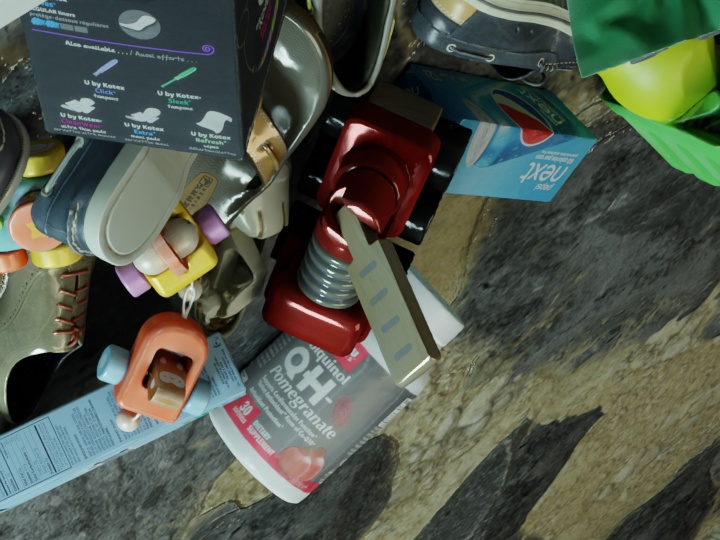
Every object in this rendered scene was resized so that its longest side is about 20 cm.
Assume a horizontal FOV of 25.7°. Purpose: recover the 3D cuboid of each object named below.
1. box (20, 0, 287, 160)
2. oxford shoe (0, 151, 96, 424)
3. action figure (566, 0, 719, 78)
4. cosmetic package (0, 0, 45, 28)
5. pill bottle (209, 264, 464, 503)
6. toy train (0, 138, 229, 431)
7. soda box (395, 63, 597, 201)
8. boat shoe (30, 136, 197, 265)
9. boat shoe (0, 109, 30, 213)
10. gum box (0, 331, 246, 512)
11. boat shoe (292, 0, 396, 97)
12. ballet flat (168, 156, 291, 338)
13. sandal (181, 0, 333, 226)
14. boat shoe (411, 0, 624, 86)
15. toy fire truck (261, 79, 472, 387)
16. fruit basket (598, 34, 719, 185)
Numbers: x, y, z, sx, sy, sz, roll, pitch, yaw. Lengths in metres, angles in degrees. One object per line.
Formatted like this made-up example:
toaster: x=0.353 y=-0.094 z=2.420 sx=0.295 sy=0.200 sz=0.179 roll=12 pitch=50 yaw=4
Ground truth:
box: x=-0.094 y=-0.162 z=0.725 sx=0.200 sy=0.106 sz=0.123 roll=92 pitch=7 yaw=-57
oxford shoe: x=-0.182 y=0.009 z=0.965 sx=0.070 sy=0.075 sz=0.200 roll=-8 pitch=139 yaw=-47
action figure: x=0.144 y=-0.218 z=0.870 sx=0.118 sy=0.201 sz=0.055 roll=-18 pitch=179 yaw=-4
cosmetic package: x=-0.239 y=-0.146 z=0.539 sx=0.200 sy=0.165 sz=0.165 roll=-33 pitch=154 yaw=-12
pill bottle: x=-0.016 y=0.082 z=1.268 sx=0.200 sy=0.111 sz=0.111 roll=-43 pitch=154 yaw=4
toy train: x=-0.154 y=0.014 z=0.907 sx=0.200 sy=0.056 sz=0.150 roll=27 pitch=102 yaw=-23
soda box: x=0.093 y=-0.100 z=1.183 sx=0.200 sy=0.064 sz=0.068 roll=0 pitch=134 yaw=-54
boat shoe: x=-0.107 y=-0.094 z=0.860 sx=0.200 sy=0.062 sz=0.075 roll=-62 pitch=153 yaw=-15
boat shoe: x=-0.261 y=-0.025 z=0.809 sx=0.200 sy=0.073 sz=0.063 roll=-33 pitch=157 yaw=-5
gum box: x=-0.174 y=0.106 z=1.055 sx=0.200 sy=0.045 sz=0.170 roll=-25 pitch=177 yaw=-6
boat shoe: x=-0.006 y=-0.184 z=0.916 sx=0.072 sy=0.060 sz=0.202 roll=-28 pitch=152 yaw=-25
ballet flat: x=-0.077 y=-0.031 z=1.059 sx=0.067 sy=0.064 sz=0.200 roll=-18 pitch=146 yaw=-37
sandal: x=-0.082 y=-0.077 z=0.958 sx=0.200 sy=0.082 sz=0.055 roll=-50 pitch=-162 yaw=32
boat shoe: x=0.105 y=-0.158 z=1.012 sx=0.200 sy=0.075 sz=0.062 roll=3 pitch=136 yaw=-49
toy fire truck: x=0.000 y=0.000 z=1.027 sx=0.200 sy=0.128 sz=0.176 roll=-65 pitch=180 yaw=-51
fruit basket: x=0.267 y=-0.159 z=1.235 sx=0.155 sy=0.216 sz=0.216 roll=-38 pitch=154 yaw=-6
